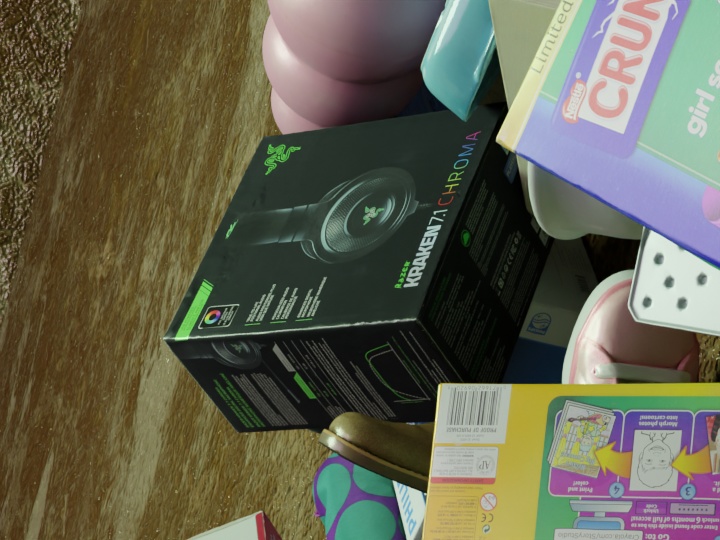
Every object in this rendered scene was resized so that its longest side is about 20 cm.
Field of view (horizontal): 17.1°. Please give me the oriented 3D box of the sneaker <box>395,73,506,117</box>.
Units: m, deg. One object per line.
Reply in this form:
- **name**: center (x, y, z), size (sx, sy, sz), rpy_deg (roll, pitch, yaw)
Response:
- **sneaker**: center (0.047, -0.126, 1.600), size (0.111, 0.077, 0.201), rpy_deg (-3, 102, 40)

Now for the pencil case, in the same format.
- **pencil case**: center (0.015, 0.210, 1.583), size (0.092, 0.085, 0.201), rpy_deg (-48, 31, 30)

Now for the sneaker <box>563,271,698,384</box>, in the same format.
- **sneaker**: center (0.149, 0.106, 1.253), size (0.105, 0.075, 0.201), rpy_deg (-147, 65, -73)

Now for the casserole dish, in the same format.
- **casserole dish**: center (0.077, -0.158, 1.395), size (0.200, 0.039, 0.122), rpy_deg (-53, -13, -70)

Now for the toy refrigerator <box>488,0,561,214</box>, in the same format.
- **toy refrigerator**: center (0.127, -0.110, 1.333), size (0.076, 0.070, 0.200), rpy_deg (-63, -24, -28)

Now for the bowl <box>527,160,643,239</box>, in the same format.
- **bowl**: center (0.174, -0.097, 1.253), size (0.201, 0.090, 0.202), rpy_deg (-47, -31, -39)

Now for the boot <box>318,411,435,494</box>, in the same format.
- **boot**: center (0.070, 0.094, 1.318), size (0.074, 0.199, 0.076), rpy_deg (29, 104, 62)

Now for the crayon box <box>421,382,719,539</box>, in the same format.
- **crayon box**: center (0.130, 0.118, 1.167), size (0.199, 0.058, 0.119), rpy_deg (-1, 71, 27)

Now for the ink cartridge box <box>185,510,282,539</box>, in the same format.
- **ink cartridge box**: center (-0.051, 0.281, 1.562), size (0.145, 0.084, 0.200), rpy_deg (-101, -14, -51)

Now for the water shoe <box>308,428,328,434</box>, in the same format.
- **water shoe**: center (0.020, 0.038, 1.575), size (0.071, 0.200, 0.079), rpy_deg (30, 131, 27)

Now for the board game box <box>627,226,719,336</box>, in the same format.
- **board game box**: center (0.227, -0.060, 1.107), size (0.199, 0.026, 0.201), rpy_deg (10, 86, 45)

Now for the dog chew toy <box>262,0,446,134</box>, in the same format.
- **dog chew toy**: center (-0.007, -0.148, 1.520), size (0.200, 0.124, 0.125), rpy_deg (109, 164, -52)

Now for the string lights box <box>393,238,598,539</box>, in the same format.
- **string lights box**: center (0.084, 0.074, 1.511), size (0.103, 0.059, 0.201), rpy_deg (-105, 33, -54)

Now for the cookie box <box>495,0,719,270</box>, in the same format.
- **cookie box**: center (0.182, -0.090, 1.083), size (0.200, 0.075, 0.172), rpy_deg (32, 101, 41)

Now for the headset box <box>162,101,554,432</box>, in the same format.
- **headset box**: center (0.000, 0.000, 1.438), size (0.199, 0.093, 0.175), rpy_deg (-5, 46, 36)
